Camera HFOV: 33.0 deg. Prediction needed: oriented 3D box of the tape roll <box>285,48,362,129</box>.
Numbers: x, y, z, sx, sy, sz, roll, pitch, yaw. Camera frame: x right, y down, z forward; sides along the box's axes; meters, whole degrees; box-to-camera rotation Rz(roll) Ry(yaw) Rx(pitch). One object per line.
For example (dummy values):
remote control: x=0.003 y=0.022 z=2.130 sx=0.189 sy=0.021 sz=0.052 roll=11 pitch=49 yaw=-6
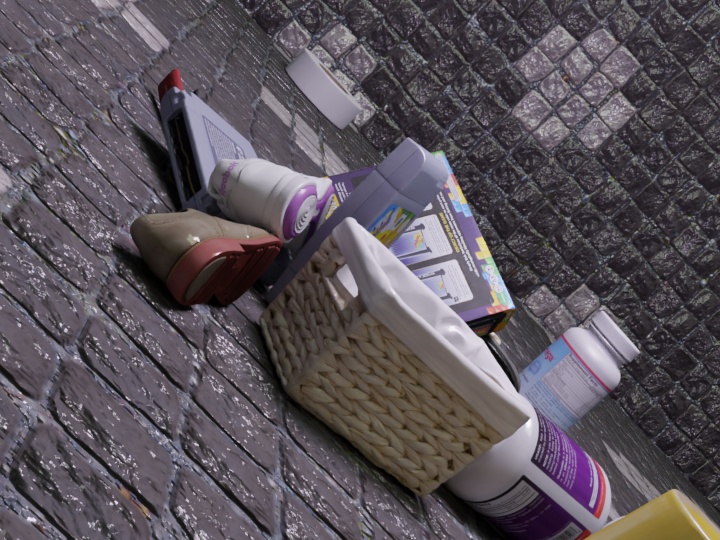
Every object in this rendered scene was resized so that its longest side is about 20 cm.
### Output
tape roll: x=-0.087 y=-0.430 z=2.878 sx=0.202 sy=0.071 sz=0.203 roll=45 pitch=10 yaw=-10

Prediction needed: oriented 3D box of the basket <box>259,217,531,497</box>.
basket: x=0.025 y=0.079 z=1.022 sx=0.200 sy=0.123 sz=0.136 roll=41 pitch=11 yaw=-31

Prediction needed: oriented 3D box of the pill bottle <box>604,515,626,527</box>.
pill bottle: x=0.302 y=0.347 z=1.197 sx=0.116 sy=0.116 sz=0.201 roll=38 pitch=13 yaw=-44

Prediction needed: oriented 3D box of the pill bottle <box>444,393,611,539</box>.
pill bottle: x=0.148 y=0.189 z=1.166 sx=0.200 sy=0.112 sz=0.113 roll=42 pitch=10 yaw=-34

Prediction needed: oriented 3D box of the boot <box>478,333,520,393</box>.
boot: x=0.132 y=0.052 z=1.349 sx=0.130 sy=0.068 sz=0.200 roll=-21 pitch=63 yaw=-47

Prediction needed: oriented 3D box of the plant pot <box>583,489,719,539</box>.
plant pot: x=0.174 y=0.251 z=0.777 sx=0.201 sy=0.189 sz=0.201 roll=45 pitch=8 yaw=-8

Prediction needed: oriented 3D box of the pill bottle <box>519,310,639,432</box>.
pill bottle: x=0.307 y=0.157 z=1.778 sx=0.109 sy=0.200 sz=0.109 roll=45 pitch=8 yaw=-9

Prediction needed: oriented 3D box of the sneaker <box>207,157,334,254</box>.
sneaker: x=-0.080 y=-0.068 z=1.091 sx=0.099 sy=0.076 sz=0.200 roll=25 pitch=-3 yaw=7

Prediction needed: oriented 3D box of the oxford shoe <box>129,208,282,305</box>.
oxford shoe: x=-0.117 y=-0.021 z=0.960 sx=0.075 sy=0.071 sz=0.200 roll=41 pitch=6 yaw=10

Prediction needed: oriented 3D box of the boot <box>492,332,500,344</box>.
boot: x=0.079 y=0.063 z=1.409 sx=0.199 sy=0.107 sz=0.075 roll=38 pitch=15 yaw=-36

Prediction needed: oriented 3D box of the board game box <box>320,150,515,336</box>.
board game box: x=0.047 y=-0.014 z=1.267 sx=0.057 sy=0.163 sz=0.202 roll=112 pitch=-40 yaw=-59

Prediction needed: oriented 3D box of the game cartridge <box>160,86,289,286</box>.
game cartridge: x=-0.128 y=-0.079 z=1.175 sx=0.133 sy=0.041 sz=0.201 roll=35 pitch=25 yaw=-41

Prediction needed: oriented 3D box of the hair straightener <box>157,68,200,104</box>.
hair straightener: x=-0.177 y=-0.153 z=1.327 sx=0.077 sy=0.041 sz=0.201 roll=41 pitch=11 yaw=-31

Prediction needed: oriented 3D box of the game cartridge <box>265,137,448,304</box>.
game cartridge: x=-0.001 y=-0.034 z=1.137 sx=0.040 sy=0.200 sz=0.133 roll=44 pitch=9 yaw=16
